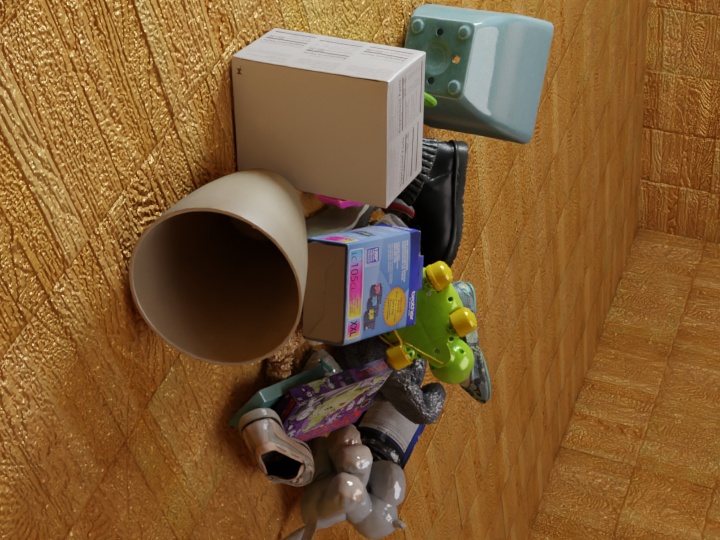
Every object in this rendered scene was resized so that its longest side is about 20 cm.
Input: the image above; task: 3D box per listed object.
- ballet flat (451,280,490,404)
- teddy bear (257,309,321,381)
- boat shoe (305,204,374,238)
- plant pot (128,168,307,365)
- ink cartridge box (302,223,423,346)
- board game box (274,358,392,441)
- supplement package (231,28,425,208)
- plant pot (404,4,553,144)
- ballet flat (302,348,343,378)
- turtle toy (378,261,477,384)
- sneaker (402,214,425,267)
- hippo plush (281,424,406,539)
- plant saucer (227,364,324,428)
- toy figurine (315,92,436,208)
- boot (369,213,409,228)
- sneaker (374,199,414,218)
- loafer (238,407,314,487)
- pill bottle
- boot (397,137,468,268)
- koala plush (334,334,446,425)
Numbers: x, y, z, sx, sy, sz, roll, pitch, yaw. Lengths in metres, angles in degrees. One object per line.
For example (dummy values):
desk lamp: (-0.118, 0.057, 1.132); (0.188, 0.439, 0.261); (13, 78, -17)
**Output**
ballet flat: (0.150, 0.117, 1.791); (0.074, 0.074, 0.202); (-34, 115, -60)
teddy bear: (-0.093, 0.077, 1.561); (0.146, 0.066, 0.200); (-71, 158, -9)
boat shoe: (-0.031, -0.054, 1.635); (0.201, 0.071, 0.061); (-47, 140, -57)
plant pot: (-0.132, -0.028, 1.288); (0.200, 0.186, 0.189); (-69, 162, -59)
ink cartridge box: (0.012, 0.013, 1.571); (0.199, 0.076, 0.138); (-14, 110, -54)
board game box: (-0.051, 0.191, 1.641); (0.199, 0.032, 0.120); (-14, 149, -47)
supplement package: (-0.037, -0.181, 1.372); (0.111, 0.198, 0.157); (-47, 144, -52)
plant pot: (0.161, -0.319, 1.822); (0.200, 0.195, 0.198); (2, 101, -60)
ballet flat: (-0.038, 0.192, 1.768); (0.200, 0.071, 0.072); (67, 41, -56)
turtle toy: (0.099, 0.079, 1.706); (0.201, 0.145, 0.101); (61, 13, -6)
sneaker: (0.099, -0.064, 1.966); (0.201, 0.066, 0.091); (77, 30, -52)
hippo plush: (0.003, 0.346, 1.761); (0.160, 0.159, 0.202); (24, 72, -25)
plant saucer: (-0.109, 0.172, 1.595); (0.070, 0.019, 0.200); (-46, 169, 20)
toy figurine: (-0.014, -0.177, 1.565); (0.199, 0.150, 0.185); (20, 93, -47)
boot: (0.000, 0.000, 1.731); (0.151, 0.073, 0.200); (-48, -175, -15)
sneaker: (0.078, -0.143, 1.860); (0.200, 0.071, 0.114); (-15, 112, -58)
loafer: (-0.108, 0.253, 1.553); (0.200, 0.071, 0.063); (62, 5, -54)
pill bottle: (0.035, 0.280, 1.940); (0.112, 0.111, 0.200); (83, 29, -41)
boot: (0.070, -0.105, 1.737); (0.079, 0.156, 0.213); (-168, -98, -73)
koala plush: (0.063, 0.106, 1.842); (0.201, 0.176, 0.184); (-60, 143, -29)
